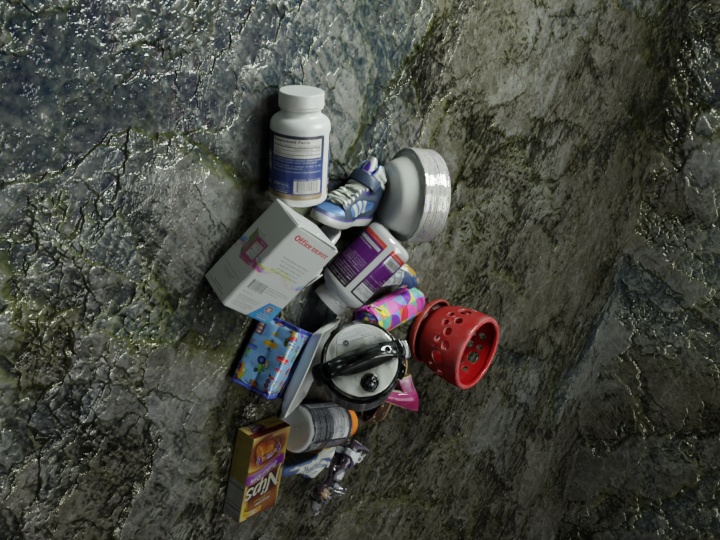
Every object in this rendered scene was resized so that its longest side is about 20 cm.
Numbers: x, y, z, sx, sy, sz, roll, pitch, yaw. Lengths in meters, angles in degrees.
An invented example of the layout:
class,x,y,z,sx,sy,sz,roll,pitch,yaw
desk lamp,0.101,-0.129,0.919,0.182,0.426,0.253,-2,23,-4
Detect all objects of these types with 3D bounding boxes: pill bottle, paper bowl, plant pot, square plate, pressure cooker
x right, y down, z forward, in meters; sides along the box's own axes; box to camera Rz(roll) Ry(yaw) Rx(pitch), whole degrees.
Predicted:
class,x,y,z,sx,sy,sz,roll,pitch,yaw
pill bottle,-0.088,0.350,1.827,0.199,0.106,0.107,9,101,-56
pill bottle,-0.111,-0.227,1.465,0.111,0.110,0.202,-24,127,-46
paper bowl,0.101,-0.161,1.727,0.104,0.201,0.202,-1,111,-26
plant pot,0.237,0.187,2.117,0.200,0.182,0.202,-31,132,-42
square plate,-0.107,0.198,1.714,0.200,0.028,0.199,-32,147,-79
pill bottle,0.000,0.000,1.720,0.200,0.113,0.112,-44,145,3
pressure cooker,0.003,0.198,1.686,0.177,0.178,0.200,-60,174,-15

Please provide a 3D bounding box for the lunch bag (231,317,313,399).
class,x,y,z,sx,sy,sz,roll,pitch,yaw
lunch bag,-0.163,0.184,1.667,0.152,0.093,0.200,-65,162,-5

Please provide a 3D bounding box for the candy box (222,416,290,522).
class,x,y,z,sx,sy,sz,roll,pitch,yaw
candy box,-0.221,0.425,1.731,0.116,0.056,0.202,-10,117,-53

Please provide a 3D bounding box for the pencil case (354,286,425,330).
class,x,y,z,sx,sy,sz,roll,pitch,yaw
pencil case,0.070,0.096,1.927,0.199,0.088,0.089,-25,128,-47

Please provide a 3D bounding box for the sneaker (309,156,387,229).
class,x,y,z,sx,sy,sz,roll,pitch,yaw
sneaker,-0.018,-0.167,1.645,0.199,0.080,0.148,-7,121,-57

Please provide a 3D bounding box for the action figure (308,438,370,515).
class,x,y,z,sx,sy,sz,roll,pitch,yaw
action figure,-0.062,0.501,1.947,0.069,0.130,0.201,40,69,-20

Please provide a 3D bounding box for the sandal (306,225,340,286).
class,x,y,z,sx,sy,sz,roll,pitch,yaw
sandal,-0.102,-0.011,1.629,0.207,0.079,0.060,-46,138,-32

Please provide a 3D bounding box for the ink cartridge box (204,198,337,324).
class,x,y,z,sx,sy,sz,roll,pitch,yaw
ink cartridge box,-0.160,-0.014,1.481,0.200,0.085,0.144,-44,147,9

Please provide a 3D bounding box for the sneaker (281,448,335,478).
class,x,y,z,sx,sy,sz,roll,pitch,yaw
sneaker,-0.125,0.448,1.860,0.199,0.075,0.089,-11,117,-51

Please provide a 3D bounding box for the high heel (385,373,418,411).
class,x,y,z,sx,sy,sz,roll,pitch,yaw
high heel,0.047,0.325,1.971,0.199,0.067,0.097,-16,96,-22

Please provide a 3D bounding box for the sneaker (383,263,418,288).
class,x,y,z,sx,sy,sz,roll,pitch,yaw
sneaker,0.059,0.003,1.866,0.088,0.075,0.200,-54,136,-4

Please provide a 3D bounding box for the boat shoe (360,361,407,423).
class,x,y,z,sx,sy,sz,roll,pitch,yaw
boat shoe,0.058,0.293,2.029,0.070,0.070,0.202,11,100,-57
